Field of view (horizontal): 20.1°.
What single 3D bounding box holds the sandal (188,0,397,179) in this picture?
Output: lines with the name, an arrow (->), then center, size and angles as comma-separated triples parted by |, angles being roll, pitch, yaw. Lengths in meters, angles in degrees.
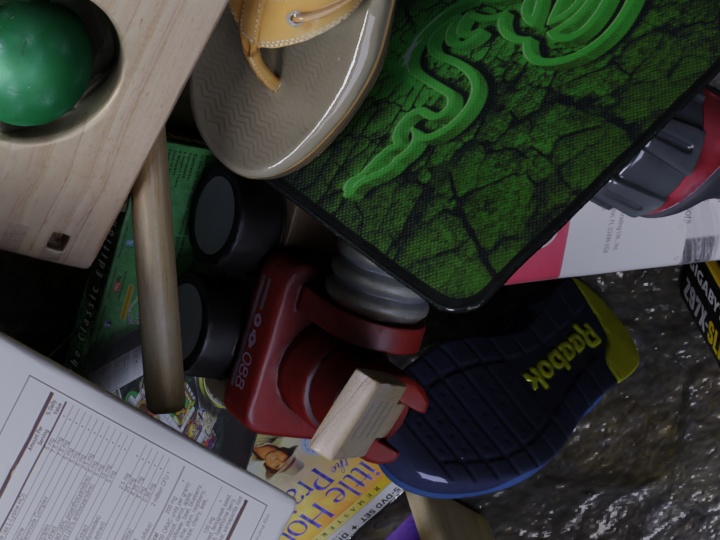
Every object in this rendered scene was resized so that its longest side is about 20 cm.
sandal -> -0.014, -0.120, 0.745 | 0.054, 0.080, 0.201 | -17, 148, -54

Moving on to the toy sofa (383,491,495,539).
toy sofa -> -0.016, 0.203, 1.109 | 0.097, 0.083, 0.200 | 32, 113, -30

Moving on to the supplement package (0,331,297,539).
supplement package -> -0.162, 0.096, 0.761 | 0.199, 0.151, 0.152 | 32, 81, -25

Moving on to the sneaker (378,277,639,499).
sneaker -> 0.061, 0.070, 0.984 | 0.082, 0.074, 0.199 | -41, 169, 36

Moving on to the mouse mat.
mouse mat -> 0.053, -0.085, 0.803 | 0.200, 0.161, 0.008 | -43, 144, -16

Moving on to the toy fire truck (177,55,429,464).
toy fire truck -> 0.000, 0.000, 0.838 | 0.128, 0.200, 0.178 | 9, 105, -34

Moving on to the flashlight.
flashlight -> 0.173, -0.032, 0.880 | 0.199, 0.069, 0.067 | 23, 145, -34

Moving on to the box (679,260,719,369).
box -> 0.279, 0.035, 1.016 | 0.198, 0.160, 0.050 | -5, 129, -13

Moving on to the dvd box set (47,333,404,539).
dvd box set -> -0.070, 0.083, 1.028 | 0.146, 0.030, 0.200 | -42, 128, 16

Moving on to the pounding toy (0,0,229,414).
pounding toy -> -0.111, -0.088, 0.760 | 0.141, 0.201, 0.185 | 14, 123, -28

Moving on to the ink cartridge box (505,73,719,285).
ink cartridge box -> 0.144, -0.081, 0.927 | 0.198, 0.085, 0.147 | -5, 130, -13

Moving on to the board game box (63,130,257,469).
board game box -> -0.085, 0.038, 0.940 | 0.104, 0.023, 0.202 | 10, 105, -32
